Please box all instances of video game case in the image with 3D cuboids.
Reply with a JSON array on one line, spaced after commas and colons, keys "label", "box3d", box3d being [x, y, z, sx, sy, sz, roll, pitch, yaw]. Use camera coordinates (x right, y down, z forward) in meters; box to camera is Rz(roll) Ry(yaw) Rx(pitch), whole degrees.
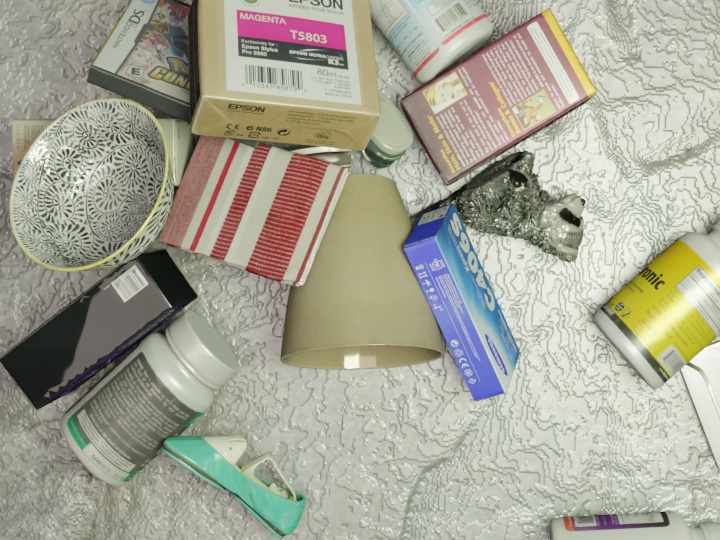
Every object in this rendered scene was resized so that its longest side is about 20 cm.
[{"label": "video game case", "box3d": [-0.186, -0.234, 1.322, 0.197, 0.182, 0.026, 21, 132, -6]}]

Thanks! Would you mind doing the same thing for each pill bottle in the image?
[{"label": "pill bottle", "box3d": [0.368, 0.029, 1.311, 0.200, 0.111, 0.112, -42, 87, 5]}, {"label": "pill bottle", "box3d": [-0.246, 0.148, 1.377, 0.200, 0.113, 0.113, -42, 87, 6]}, {"label": "pill bottle", "box3d": [0.317, 0.333, 1.325, 0.197, 0.111, 0.113, -4, 91, 6]}, {"label": "pill bottle", "box3d": [0.055, -0.321, 1.333, 0.108, 0.109, 0.201, -36, 88, 6]}]

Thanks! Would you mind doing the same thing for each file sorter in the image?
[{"label": "file sorter", "box3d": [0.477, 0.132, 1.296, 0.198, 0.125, 0.141, -22, 89, 7]}]

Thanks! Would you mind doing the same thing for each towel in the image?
[{"label": "towel", "box3d": [-0.121, -0.072, 1.313, 0.198, 0.023, 0.146, 17, 79, 26]}]

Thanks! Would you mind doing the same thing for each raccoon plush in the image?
[{"label": "raccoon plush", "box3d": [0.167, -0.049, 1.362, 0.198, 0.097, 0.135, -25, 104, 35]}]

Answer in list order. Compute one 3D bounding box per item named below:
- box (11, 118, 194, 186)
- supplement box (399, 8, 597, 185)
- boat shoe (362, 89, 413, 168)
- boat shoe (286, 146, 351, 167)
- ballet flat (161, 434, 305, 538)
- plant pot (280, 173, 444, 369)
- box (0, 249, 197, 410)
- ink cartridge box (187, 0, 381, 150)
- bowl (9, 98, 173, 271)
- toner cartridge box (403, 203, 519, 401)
[{"label": "box", "box3d": [-0.302, -0.139, 1.385, 0.197, 0.095, 0.079, 1, 94, 7]}, {"label": "supplement box", "box3d": [0.156, -0.195, 1.338, 0.198, 0.086, 0.111, -31, 89, 6]}, {"label": "boat shoe", "box3d": [-0.016, -0.205, 1.363, 0.072, 0.062, 0.201, -30, 78, -31]}, {"label": "boat shoe", "box3d": [-0.101, -0.105, 1.375, 0.197, 0.072, 0.061, -11, 87, 11]}, {"label": "ballet flat", "box3d": [-0.142, 0.235, 1.374, 0.200, 0.067, 0.071, 41, 83, -21]}, {"label": "plant pot", "box3d": [0.000, 0.000, 1.328, 0.184, 0.187, 0.203, -2, 78, 6]}, {"label": "box", "box3d": [-0.302, 0.065, 1.366, 0.199, 0.141, 0.079, -37, 93, 6]}, {"label": "ink cartridge box", "box3d": [-0.084, -0.225, 1.267, 0.197, 0.075, 0.167, 3, 63, -18]}, {"label": "bowl", "box3d": [-0.276, -0.078, 1.281, 0.198, 0.094, 0.204, -8, 66, 19]}, {"label": "toner cartridge box", "box3d": [0.117, 0.035, 1.314, 0.043, 0.095, 0.202, -17, 109, 26]}]
